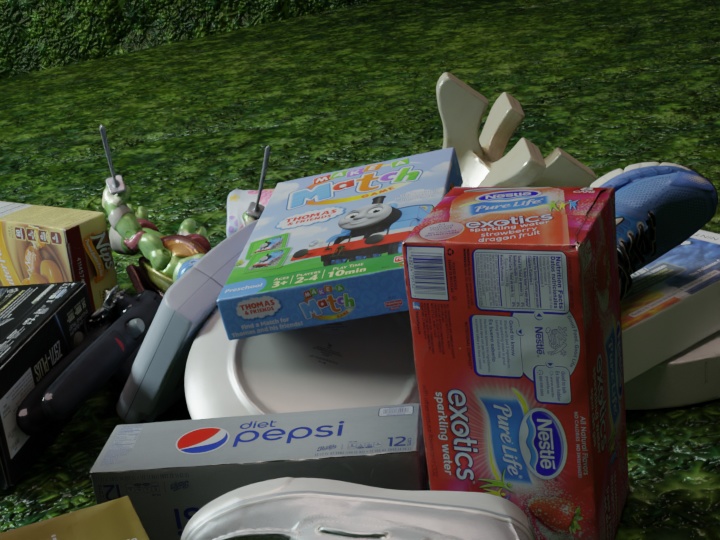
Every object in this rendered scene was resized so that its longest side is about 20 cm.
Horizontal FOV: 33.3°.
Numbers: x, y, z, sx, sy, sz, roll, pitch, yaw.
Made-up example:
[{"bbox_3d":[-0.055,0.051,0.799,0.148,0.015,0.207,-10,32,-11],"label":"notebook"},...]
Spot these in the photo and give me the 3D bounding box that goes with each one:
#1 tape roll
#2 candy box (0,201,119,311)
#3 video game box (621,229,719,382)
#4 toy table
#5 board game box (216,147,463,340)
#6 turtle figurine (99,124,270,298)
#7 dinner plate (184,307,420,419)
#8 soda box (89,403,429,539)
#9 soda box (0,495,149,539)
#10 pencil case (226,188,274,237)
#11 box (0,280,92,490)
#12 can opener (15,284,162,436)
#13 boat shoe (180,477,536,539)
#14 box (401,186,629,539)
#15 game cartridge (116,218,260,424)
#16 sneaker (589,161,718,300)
[{"bbox_3d":[0.215,0.046,0.925,0.201,0.037,0.203,-6,20,2],"label":"tape roll"},{"bbox_3d":[-0.315,0.000,1.127,0.199,0.117,0.055,7,22,34],"label":"candy box"},{"bbox_3d":[0.182,0.014,0.906,0.199,0.047,0.182,-23,22,-32],"label":"video game box"},{"bbox_3d":[0.121,-0.094,1.150,0.183,0.117,0.201,27,23,-27],"label":"toy table"},{"bbox_3d":[-0.008,-0.024,0.874,0.150,0.037,0.200,-10,24,14],"label":"board game box"},{"bbox_3d":[-0.161,-0.052,1.109,0.143,0.202,0.194,-20,11,-20],"label":"turtle figurine"},{"bbox_3d":[-0.023,0.066,0.835,0.198,0.024,0.201,2,47,-2],"label":"dinner plate"},{"bbox_3d":[-0.058,0.131,0.737,0.198,0.069,0.064,-5,20,7],"label":"soda box"},{"bbox_3d":[-0.204,0.187,0.631,0.198,0.068,0.064,-14,20,-20],"label":"soda box"},{"bbox_3d":[-0.038,-0.050,1.219,0.198,0.084,0.091,-5,13,6],"label":"pencil case"},{"bbox_3d":[-0.312,0.086,0.927,0.162,0.087,0.200,-4,19,9],"label":"box"},{"bbox_3d":[-0.198,0.068,0.921,0.063,0.079,0.200,-39,5,20],"label":"can opener"},{"bbox_3d":[-0.005,0.162,0.647,0.198,0.073,0.069,4,21,5],"label":"boat shoe"},{"bbox_3d":[0.094,0.060,0.683,0.099,0.202,0.095,2,23,24],"label":"box"},{"bbox_3d":[-0.113,0.030,0.959,0.041,0.134,0.200,30,29,10],"label":"game cartridge"},{"bbox_3d":[0.160,-0.002,0.800,0.199,0.079,0.089,-29,34,-11],"label":"sneaker"}]
